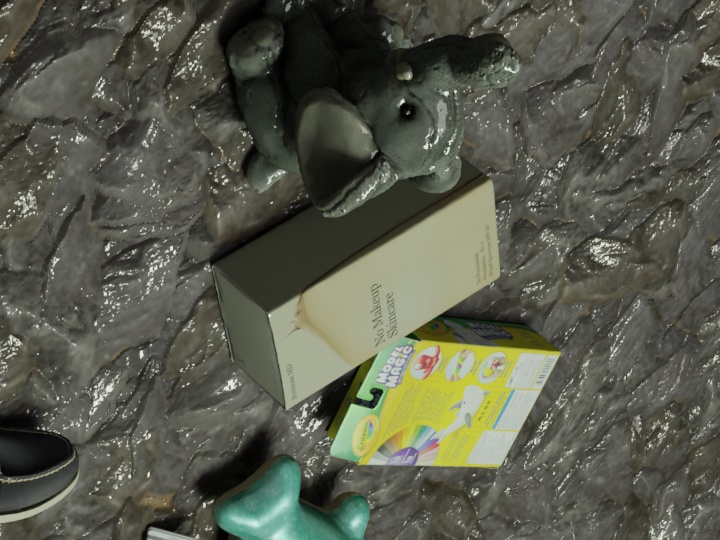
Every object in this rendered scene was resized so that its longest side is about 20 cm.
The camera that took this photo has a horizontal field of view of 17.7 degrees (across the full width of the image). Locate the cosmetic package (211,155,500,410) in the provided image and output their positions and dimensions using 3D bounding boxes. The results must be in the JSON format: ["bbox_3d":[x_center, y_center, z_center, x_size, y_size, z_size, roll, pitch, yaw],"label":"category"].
[{"bbox_3d":[0.000,0.000,1.653,0.200,0.073,0.104,-33,139,-22],"label":"cosmetic package"}]

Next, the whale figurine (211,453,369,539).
[{"bbox_3d":[-0.048,0.230,1.767,0.159,0.104,0.200,-35,139,-18],"label":"whale figurine"}]

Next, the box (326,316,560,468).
[{"bbox_3d":[0.058,0.096,1.808,0.200,0.048,0.117,6,116,-49],"label":"box"}]

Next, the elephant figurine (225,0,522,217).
[{"bbox_3d":[0.010,-0.097,1.479,0.142,0.200,0.155,-42,141,-11],"label":"elephant figurine"}]

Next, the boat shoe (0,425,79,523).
[{"bbox_3d":[-0.264,0.120,1.496,0.200,0.073,0.063,-2,125,-38],"label":"boat shoe"}]

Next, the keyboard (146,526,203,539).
[{"bbox_3d":[-0.145,0.279,1.761,0.056,0.011,0.200,11,123,1],"label":"keyboard"}]
